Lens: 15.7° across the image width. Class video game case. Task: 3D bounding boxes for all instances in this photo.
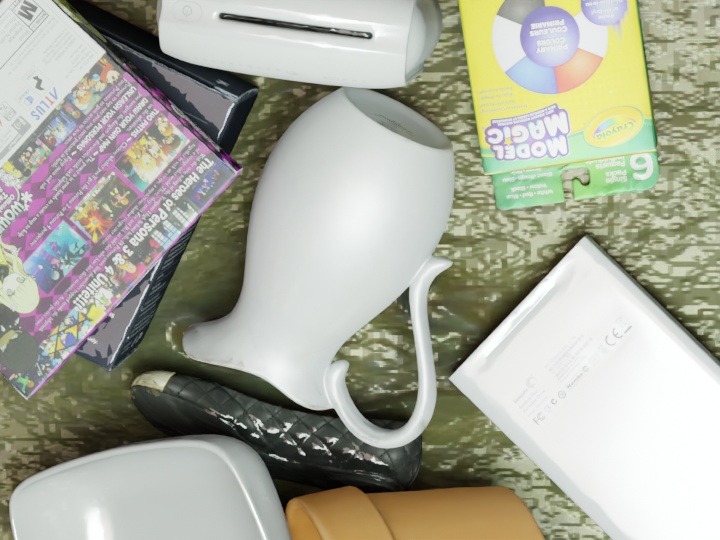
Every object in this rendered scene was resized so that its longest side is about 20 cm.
[{"bbox_3d":[-0.205,-0.052,1.626,0.181,0.036,0.200,43,100,-1],"label":"video game case"}]

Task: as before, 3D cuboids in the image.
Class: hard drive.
[{"bbox_3d":[0.174,0.093,1.707,0.200,0.025,0.132,44,103,4],"label":"hard drive"}]

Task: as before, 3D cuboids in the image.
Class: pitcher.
[{"bbox_3d":[0.000,0.000,1.676,0.171,0.121,0.200,30,107,8],"label":"pitcher"}]

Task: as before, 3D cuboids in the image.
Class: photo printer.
[{"bbox_3d":[-0.037,-0.156,1.618,0.166,0.200,0.070,8,98,4],"label":"photo printer"}]

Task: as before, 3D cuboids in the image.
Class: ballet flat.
[{"bbox_3d":[-0.056,0.105,1.738,0.199,0.067,0.057,18,59,2],"label":"ballet flat"}]

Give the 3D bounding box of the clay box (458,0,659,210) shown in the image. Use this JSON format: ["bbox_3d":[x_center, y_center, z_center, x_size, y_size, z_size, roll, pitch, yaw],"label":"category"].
[{"bbox_3d":[0.125,-0.142,1.681,0.115,0.048,0.201,-8,96,7],"label":"clay box"}]

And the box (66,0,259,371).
[{"bbox_3d":[-0.175,-0.060,1.694,0.148,0.104,0.200,28,99,2],"label":"box"}]

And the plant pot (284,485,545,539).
[{"bbox_3d":[0.048,0.224,1.673,0.140,0.200,0.201,-15,96,-13],"label":"plant pot"}]

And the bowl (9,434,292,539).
[{"bbox_3d":[-0.118,0.203,1.716,0.200,0.075,0.200,-13,96,32],"label":"bowl"}]
